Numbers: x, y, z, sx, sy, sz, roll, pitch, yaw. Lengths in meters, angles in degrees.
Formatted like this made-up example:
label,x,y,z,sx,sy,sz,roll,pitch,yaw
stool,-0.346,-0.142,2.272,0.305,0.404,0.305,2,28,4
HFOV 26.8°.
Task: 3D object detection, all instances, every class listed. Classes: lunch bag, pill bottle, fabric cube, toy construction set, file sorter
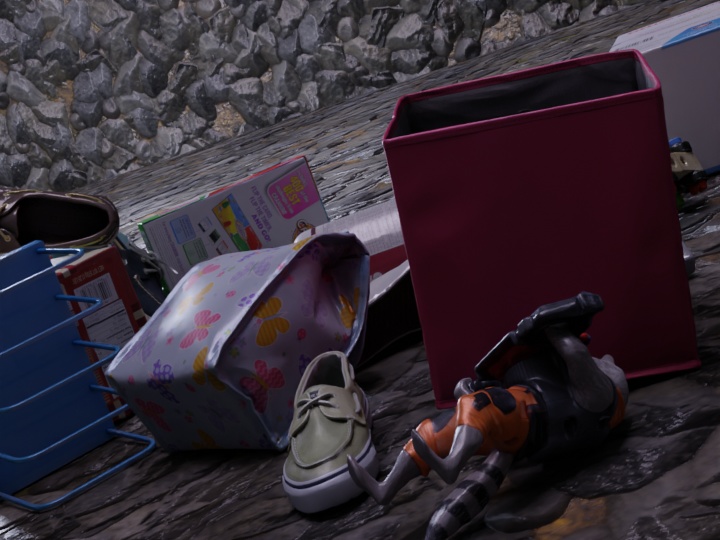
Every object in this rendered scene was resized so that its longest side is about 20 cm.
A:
label,x,y,z,sx,sy,sz,roll,pitch,yaw
lunch bag,-0.089,0.054,1.294,0.169,0.127,0.201,-9,37,47
pill bottle,0.000,0.000,1.471,0.198,0.110,0.110,-20,12,5
fabric cube,0.136,-0.037,1.123,0.194,0.201,0.200,-11,15,9
toy construction set,0.255,-0.078,1.460,0.131,0.092,0.200,-38,-5,36
file sorter,-0.285,0.094,1.337,0.138,0.202,0.122,-28,18,-32

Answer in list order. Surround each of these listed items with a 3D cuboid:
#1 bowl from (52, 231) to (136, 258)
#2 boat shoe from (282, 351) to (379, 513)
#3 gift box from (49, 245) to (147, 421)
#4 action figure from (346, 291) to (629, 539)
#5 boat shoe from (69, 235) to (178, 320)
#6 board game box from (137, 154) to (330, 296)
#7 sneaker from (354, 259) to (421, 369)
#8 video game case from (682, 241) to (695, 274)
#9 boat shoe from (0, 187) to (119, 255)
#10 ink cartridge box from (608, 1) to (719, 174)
label,x,y,z,sx,sy,sz,roll,pitch,yaw
bowl,-0.315,0.027,1.761,0.104,0.203,0.200,-5,-2,-43
boat shoe,-0.028,0.117,1.114,0.071,0.063,0.200,-20,13,5
gift box,-0.326,0.069,1.527,0.186,0.202,0.184,-10,10,46
action figure,0.091,0.107,0.974,0.192,0.105,0.200,-20,-20,-26
boat shoe,-0.246,-0.002,1.601,0.062,0.200,0.075,-50,-29,-3
board game box,-0.126,-0.020,1.674,0.199,0.154,0.040,-23,8,-14
sneaker,0.034,0.024,1.393,0.199,0.073,0.085,-25,15,-11
video game case,0.161,-0.023,1.311,0.198,0.022,0.183,-22,42,-3
boat shoe,-0.344,-0.050,1.531,0.198,0.073,0.060,0,-3,-9
ink cartridge box,0.357,-0.194,1.633,0.146,0.147,0.200,-17,13,20
